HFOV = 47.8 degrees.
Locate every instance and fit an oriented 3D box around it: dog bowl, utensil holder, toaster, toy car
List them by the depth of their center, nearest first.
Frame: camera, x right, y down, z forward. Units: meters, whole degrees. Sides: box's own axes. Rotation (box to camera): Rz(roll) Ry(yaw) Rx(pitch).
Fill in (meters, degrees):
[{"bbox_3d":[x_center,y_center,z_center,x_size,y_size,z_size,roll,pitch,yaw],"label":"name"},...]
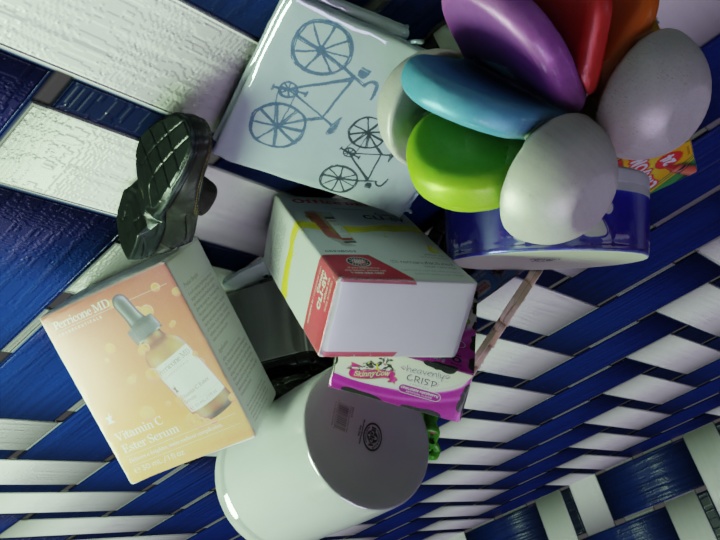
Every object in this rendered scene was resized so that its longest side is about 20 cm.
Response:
[{"bbox_3d":[0.104,-0.129,0.505,0.200,0.175,0.150,-41,141,-10],"label":"toy car"},{"bbox_3d":[0.183,-0.047,0.807,0.199,0.079,0.200,0,175,0],"label":"dog bowl"},{"bbox_3d":[-0.043,0.208,0.900,0.169,0.171,0.200,5,153,-36],"label":"utensil holder"},{"bbox_3d":[-0.106,0.103,1.001,0.180,0.119,0.200,-19,153,19],"label":"toaster"}]

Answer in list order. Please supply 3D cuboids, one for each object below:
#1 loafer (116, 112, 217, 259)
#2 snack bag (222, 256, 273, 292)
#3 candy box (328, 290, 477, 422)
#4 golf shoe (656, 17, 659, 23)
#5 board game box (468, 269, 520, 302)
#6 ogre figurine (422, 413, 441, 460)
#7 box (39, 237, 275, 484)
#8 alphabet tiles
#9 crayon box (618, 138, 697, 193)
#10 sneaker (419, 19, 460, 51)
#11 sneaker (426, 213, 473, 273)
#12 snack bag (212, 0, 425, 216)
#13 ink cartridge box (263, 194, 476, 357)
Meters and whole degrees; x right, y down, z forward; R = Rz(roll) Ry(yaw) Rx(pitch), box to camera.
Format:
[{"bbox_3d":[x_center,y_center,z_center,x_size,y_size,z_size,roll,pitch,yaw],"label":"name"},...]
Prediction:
[{"bbox_3d":[-0.165,-0.077,0.736,0.072,0.073,0.200,-8,161,-32],"label":"loafer"},{"bbox_3d":[-0.047,0.008,0.999,0.199,0.021,0.189,-25,152,14],"label":"snack bag"},{"bbox_3d":[0.052,0.068,0.865,0.136,0.200,0.061,15,113,2],"label":"candy box"},{"bbox_3d":[0.179,-0.211,0.607,0.097,0.201,0.078,22,-172,-5],"label":"golf shoe"},{"bbox_3d":[0.157,0.017,1.053,0.200,0.037,0.151,-42,170,37],"label":"board game box"},{"bbox_3d":[0.065,0.144,1.009,0.098,0.120,0.200,-23,134,29],"label":"ogre figurine"},{"bbox_3d":[-0.206,0.093,0.853,0.152,0.201,0.106,-24,-168,12],"label":"box"},{"bbox_3d":[0.159,0.076,0.959,0.196,0.015,0.200,-46,165,-45],"label":"alphabet tiles"},{"bbox_3d":[0.276,-0.113,0.932,0.199,0.051,0.127,-26,151,18],"label":"crayon box"},{"bbox_3d":[0.128,-0.181,0.688,0.199,0.089,0.074,-25,153,17],"label":"sneaker"},{"bbox_3d":[0.108,-0.022,0.989,0.200,0.073,0.082,-37,171,16],"label":"sneaker"},{"bbox_3d":[-0.005,-0.135,0.694,0.199,0.021,0.189,17,139,-20],"label":"snack bag"},{"bbox_3d":[0.000,0.000,0.806,0.144,0.200,0.084,2,115,-25],"label":"ink cartridge box"}]
